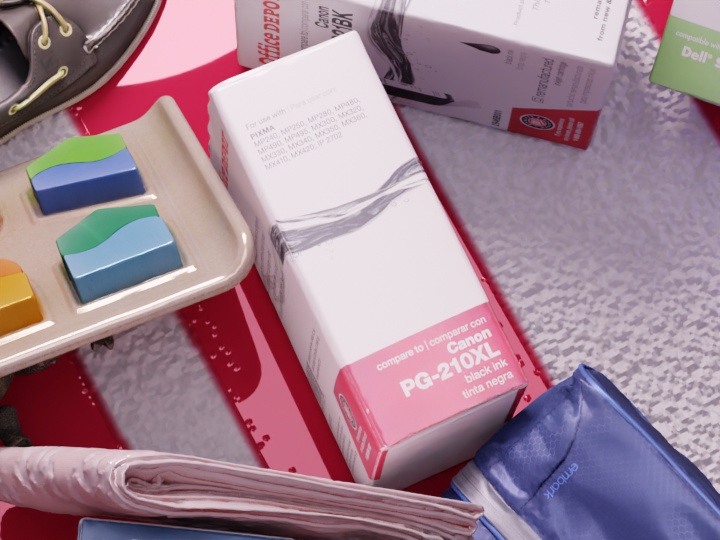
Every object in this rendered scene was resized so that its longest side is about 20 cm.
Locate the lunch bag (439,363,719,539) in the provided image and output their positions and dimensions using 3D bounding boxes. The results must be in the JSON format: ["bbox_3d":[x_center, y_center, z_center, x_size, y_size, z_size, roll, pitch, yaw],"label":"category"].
[{"bbox_3d":[0.131,0.158,1.392,0.132,0.136,0.200,-45,79,5],"label":"lunch bag"}]

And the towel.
[{"bbox_3d":[-0.069,0.110,1.343,0.190,0.200,0.032,12,81,-26],"label":"towel"}]

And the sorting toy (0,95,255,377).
[{"bbox_3d":[-0.165,-0.013,1.425,0.199,0.037,0.185,-25,33,-5],"label":"sorting toy"}]

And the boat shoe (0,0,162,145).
[{"bbox_3d":[-0.183,-0.114,1.495,0.201,0.061,0.072,-41,79,-11],"label":"boat shoe"}]

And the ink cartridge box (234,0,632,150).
[{"bbox_3d":[0.037,-0.142,1.465,0.199,0.144,0.084,15,76,3],"label":"ink cartridge box"}]

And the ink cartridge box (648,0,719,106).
[{"bbox_3d":[0.213,-0.193,1.448,0.067,0.117,0.201,19,115,5],"label":"ink cartridge box"}]

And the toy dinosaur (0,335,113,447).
[{"bbox_3d":[-0.193,0.043,1.445,0.102,0.077,0.200,16,59,34],"label":"toy dinosaur"}]

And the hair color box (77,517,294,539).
[{"bbox_3d":[-0.082,0.166,1.353,0.099,0.200,0.061,6,76,0],"label":"hair color box"}]

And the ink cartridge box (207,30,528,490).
[{"bbox_3d":[0.000,0.000,1.427,0.084,0.145,0.201,-24,77,-9],"label":"ink cartridge box"}]
